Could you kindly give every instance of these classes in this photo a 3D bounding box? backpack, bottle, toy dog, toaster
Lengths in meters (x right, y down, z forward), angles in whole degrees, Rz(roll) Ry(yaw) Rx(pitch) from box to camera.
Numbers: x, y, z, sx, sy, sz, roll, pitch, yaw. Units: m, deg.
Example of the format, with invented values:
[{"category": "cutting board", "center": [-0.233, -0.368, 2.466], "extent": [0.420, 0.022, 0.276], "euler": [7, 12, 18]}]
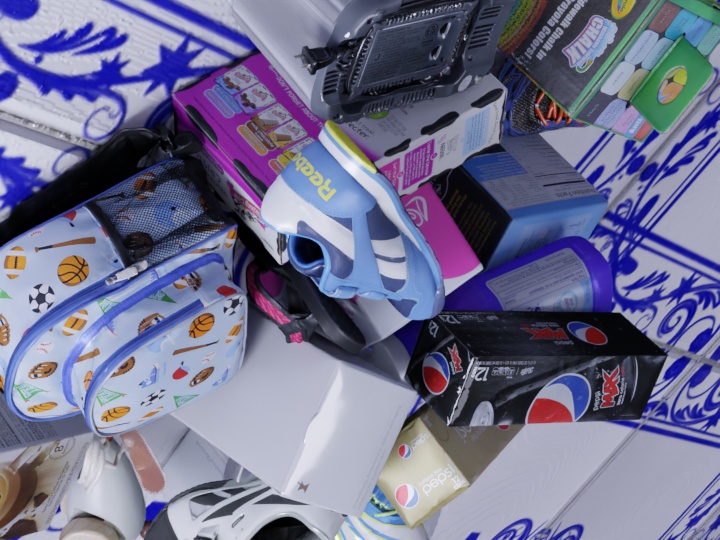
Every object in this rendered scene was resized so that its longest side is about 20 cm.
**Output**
[{"category": "backpack", "center": [-0.175, 0.028, 1.333], "extent": [0.190, 0.154, 0.200], "euler": [-21, 149, -17]}, {"category": "bottle", "center": [0.105, 0.041, 1.511], "extent": [0.199, 0.065, 0.084], "euler": [-22, 137, -22]}, {"category": "toy dog", "center": [-0.183, 0.161, 1.530], "extent": [0.096, 0.132, 0.200], "euler": [11, 139, -12]}, {"category": "toaster", "center": [0.000, -0.181, 1.277], "extent": [0.199, 0.129, 0.114], "euler": [-20, 144, -38]}]

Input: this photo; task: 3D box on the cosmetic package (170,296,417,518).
[{"category": "cosmetic package", "center": [-0.062, 0.093, 1.418], "extent": [0.085, 0.200, 0.108], "euler": [23, 94, -40]}]

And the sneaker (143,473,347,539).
[{"category": "sneaker", "center": [-0.096, 0.208, 1.462], "extent": [0.199, 0.089, 0.074], "euler": [-27, 115, 27]}]

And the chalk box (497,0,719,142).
[{"category": "chalk box", "center": [0.188, -0.184, 1.438], "extent": [0.125, 0.200, 0.124], "euler": [-52, 150, 18]}]

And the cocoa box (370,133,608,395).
[{"category": "cocoa box", "center": [0.089, -0.016, 1.616], "extent": [0.133, 0.131, 0.201], "euler": [-11, 138, -44]}]

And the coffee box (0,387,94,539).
[{"category": "coffee box", "center": [-0.308, 0.147, 1.385], "extent": [0.199, 0.080, 0.113], "euler": [-10, 139, -45]}]

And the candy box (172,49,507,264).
[{"category": "candy box", "center": [-0.015, -0.108, 1.353], "extent": [0.199, 0.136, 0.061], "euler": [-29, 149, -22]}]

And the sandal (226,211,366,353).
[{"category": "sandal", "center": [-0.054, 0.016, 1.356], "extent": [0.045, 0.200, 0.075], "euler": [-43, 124, -3]}]

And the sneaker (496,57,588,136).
[{"category": "sneaker", "center": [0.183, -0.152, 1.591], "extent": [0.199, 0.078, 0.076], "euler": [-21, 124, -40]}]

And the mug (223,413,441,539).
[{"category": "mug", "center": [-0.026, 0.190, 1.611], "extent": [0.199, 0.148, 0.176], "euler": [29, 95, -28]}]

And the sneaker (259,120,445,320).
[{"category": "sneaker", "center": [-0.006, -0.018, 1.272], "extent": [0.082, 0.074, 0.200], "euler": [-42, 141, -5]}]

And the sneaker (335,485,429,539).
[{"category": "sneaker", "center": [-0.012, 0.163, 1.499], "extent": [0.076, 0.200, 0.105], "euler": [-37, 170, -11]}]

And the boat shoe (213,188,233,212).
[{"category": "boat shoe", "center": [-0.023, -0.102, 1.427], "extent": [0.198, 0.075, 0.066], "euler": [-18, 120, -14]}]

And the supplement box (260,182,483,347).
[{"category": "supplement box", "center": [0.000, 0.000, 1.469], "extent": [0.103, 0.101, 0.200], "euler": [-33, -179, -17]}]

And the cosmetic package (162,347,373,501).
[{"category": "cosmetic package", "center": [-0.081, 0.135, 1.669], "extent": [0.101, 0.074, 0.200], "euler": [6, 124, -53]}]

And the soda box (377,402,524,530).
[{"category": "soda box", "center": [0.071, 0.133, 1.514], "extent": [0.064, 0.068, 0.200], "euler": [-39, 177, 21]}]

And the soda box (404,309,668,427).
[{"category": "soda box", "center": [0.136, 0.074, 1.459], "extent": [0.199, 0.071, 0.064], "euler": [1, 120, -35]}]
